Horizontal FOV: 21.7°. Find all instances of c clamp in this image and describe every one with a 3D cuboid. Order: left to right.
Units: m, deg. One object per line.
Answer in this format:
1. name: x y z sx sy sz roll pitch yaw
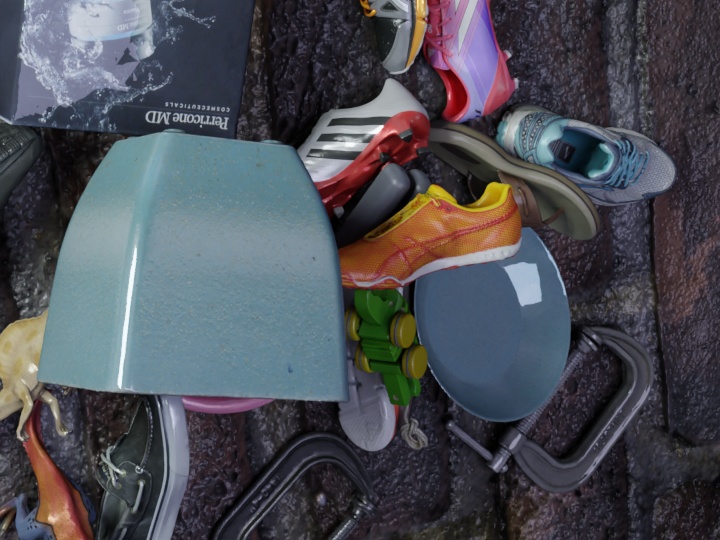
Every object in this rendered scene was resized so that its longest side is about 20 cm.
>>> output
1. c clamp: -0.054 0.256 1.768 0.171 0.027 0.201 39 86 -25
2. c clamp: 0.201 0.132 1.852 0.200 0.027 0.171 -48 119 -8

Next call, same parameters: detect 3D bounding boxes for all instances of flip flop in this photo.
1. flip flop: 0.133 -0.074 1.734 0.199 0.081 0.058 29 69 -25

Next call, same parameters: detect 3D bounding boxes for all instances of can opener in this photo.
1. can opener: 0.000 0.000 1.658 0.053 0.067 0.200 12 126 -38

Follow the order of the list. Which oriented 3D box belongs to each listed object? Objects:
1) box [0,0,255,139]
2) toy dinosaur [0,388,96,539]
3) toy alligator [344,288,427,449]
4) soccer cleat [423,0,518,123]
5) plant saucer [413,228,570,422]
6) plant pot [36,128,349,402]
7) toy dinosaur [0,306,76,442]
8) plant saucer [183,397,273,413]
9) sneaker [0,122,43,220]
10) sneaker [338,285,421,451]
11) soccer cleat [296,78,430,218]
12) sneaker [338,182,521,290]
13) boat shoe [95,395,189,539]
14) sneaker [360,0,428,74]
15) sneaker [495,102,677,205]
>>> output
1. box: -0.194 -0.216 1.514 0.195 0.117 0.202 3 104 -28
2. toy dinosaur: -0.255 0.227 1.563 0.104 0.181 0.202 -20 111 -21
3. toy alligator: 0.034 0.074 1.663 0.054 0.059 0.201 -61 144 -36
4. soccer cleat: 0.081 -0.227 1.682 0.076 0.067 0.201 -32 119 -18
5. plant saucer: 0.115 0.043 1.761 0.200 0.039 0.203 9 75 -38
6. plant pot: -0.129 -0.003 1.473 0.195 0.195 0.202 5 87 -27
7. toy dinosaur: -0.261 0.070 1.572 0.201 0.101 0.058 -58 154 1
8. plant saucer: -0.122 0.024 1.626 0.199 0.051 0.202 -3 111 -7
9. sneaker: -0.329 -0.038 1.526 0.200 0.076 0.091 -43 128 -3
10. sneaker: 0.022 0.062 1.740 0.082 0.077 0.202 -14 113 -52
11. soccer cleat: -0.030 -0.096 1.663 0.199 0.086 0.069 -32 140 9
12. sneaker: 0.044 -0.030 1.606 0.199 0.073 0.078 -17 104 -24
13. boat shoe: -0.192 0.178 1.621 0.070 0.072 0.201 -3 125 -21
14. sneaker: 0.014 -0.270 1.637 0.077 0.078 0.202 -9 104 -11
15. sneaker: 0.226 -0.100 1.777 0.199 0.086 0.078 11 98 -29
